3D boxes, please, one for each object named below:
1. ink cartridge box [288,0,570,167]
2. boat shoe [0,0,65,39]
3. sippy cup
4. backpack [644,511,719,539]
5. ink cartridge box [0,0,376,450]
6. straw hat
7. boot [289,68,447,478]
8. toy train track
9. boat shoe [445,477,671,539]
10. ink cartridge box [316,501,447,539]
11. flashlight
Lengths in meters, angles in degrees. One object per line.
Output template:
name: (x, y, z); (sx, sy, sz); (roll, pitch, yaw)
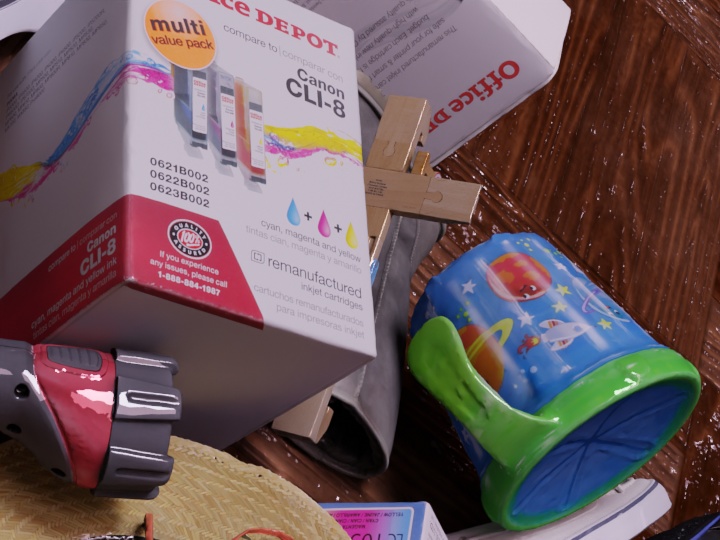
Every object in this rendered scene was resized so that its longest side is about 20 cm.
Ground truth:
ink cartridge box: (0.013, -0.173, 0.984); (0.200, 0.146, 0.084); (44, 37, -18)
boat shoe: (-0.203, -0.154, 0.820); (0.068, 0.072, 0.200); (18, 28, 11)
sippy cup: (0.098, 0.054, 0.878); (0.130, 0.139, 0.178); (55, -8, 28)
backpack: (0.180, 0.251, 0.894); (0.200, 0.134, 0.183); (-19, 83, -49)
ink cartridge box: (-0.094, -0.035, 0.794); (0.145, 0.145, 0.201); (19, 53, -35)
straw hat: (-0.102, 0.162, 0.700); (0.200, 0.085, 0.201); (12, 32, -7)
boot: (-0.021, -0.008, 0.905); (0.182, 0.072, 0.200); (45, 49, -25)
toy train track: (0.000, 0.000, 0.842); (0.033, 0.114, 0.201); (55, 50, -58)
boat shoe: (0.105, 0.146, 0.944); (0.202, 0.075, 0.086); (-19, 74, -40)
ink cartridge box: (0.005, 0.229, 0.742); (0.137, 0.076, 0.200); (64, 26, -45)
flashlight: (-0.181, 0.057, 0.678); (0.199, 0.068, 0.068); (7, 66, -17)
